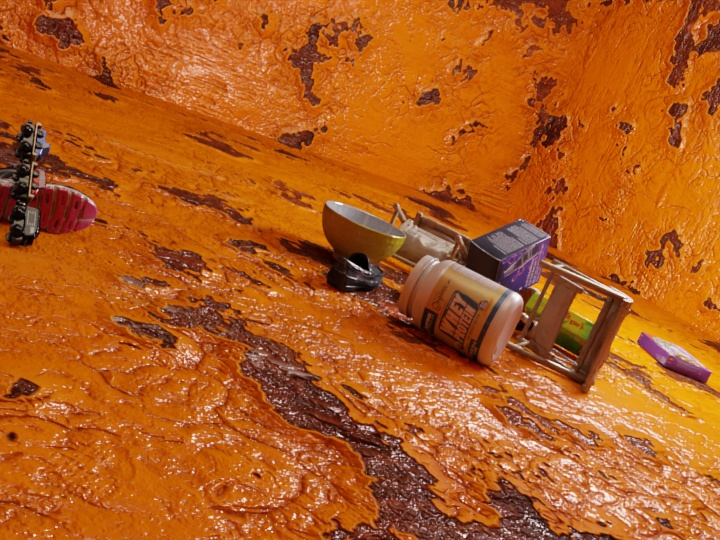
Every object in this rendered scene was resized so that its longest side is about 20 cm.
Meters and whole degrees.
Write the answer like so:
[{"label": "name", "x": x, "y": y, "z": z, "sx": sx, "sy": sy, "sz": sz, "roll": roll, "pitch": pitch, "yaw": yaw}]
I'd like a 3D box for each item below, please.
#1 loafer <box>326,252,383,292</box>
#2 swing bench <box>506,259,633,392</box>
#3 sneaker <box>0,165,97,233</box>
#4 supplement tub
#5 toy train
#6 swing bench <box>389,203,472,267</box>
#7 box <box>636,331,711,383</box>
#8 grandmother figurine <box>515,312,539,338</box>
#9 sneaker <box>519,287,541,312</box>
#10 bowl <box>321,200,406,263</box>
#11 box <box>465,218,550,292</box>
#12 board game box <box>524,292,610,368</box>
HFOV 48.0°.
[{"label": "loafer", "x": 0.000, "y": 0.000, "z": 1.629, "sx": 0.068, "sy": 0.071, "sz": 0.200, "roll": 28, "pitch": 13, "yaw": 21}, {"label": "swing bench", "x": 0.428, "y": 0.108, "z": 1.653, "sx": 0.199, "sy": 0.200, "sz": 0.130, "roll": 29, "pitch": 13, "yaw": 23}, {"label": "sneaker", "x": -0.491, "y": -0.112, "z": 1.196, "sx": 0.199, "sy": 0.074, "sz": 0.087, "roll": 8, "pitch": 25, "yaw": -36}, {"label": "supplement tub", "x": 0.185, "y": 0.070, "z": 1.502, "sx": 0.199, "sy": 0.146, "sz": 0.144, "roll": 27, "pitch": 13, "yaw": 20}, {"label": "toy train", "x": -0.462, "y": -0.124, "z": 1.132, "sx": 0.045, "sy": 0.034, "sz": 0.202, "roll": 12, "pitch": 60, "yaw": -33}, {"label": "swing bench", "x": 0.175, "y": -0.062, "z": 2.053, "sx": 0.198, "sy": 0.131, "sz": 0.200, "roll": 28, "pitch": 8, "yaw": 23}, {"label": "box", "x": 0.883, "y": 0.243, "z": 2.288, "sx": 0.136, "sy": 0.039, "sz": 0.200, "roll": 22, "pitch": 12, "yaw": -8}, {"label": "grandmother figurine", "x": 0.338, "y": 0.112, "z": 1.812, "sx": 0.199, "sy": 0.061, "sz": 0.121, "roll": 21, "pitch": 0, "yaw": -22}, {"label": "sneaker", "x": 0.456, "y": 0.082, "z": 2.103, "sx": 0.087, "sy": 0.076, "sz": 0.200, "roll": 18, "pitch": 14, "yaw": -22}, {"label": "bowl", "x": -0.007, "y": -0.067, "z": 1.809, "sx": 0.199, "sy": 0.108, "sz": 0.200, "roll": 22, "pitch": 12, "yaw": -5}, {"label": "box", "x": 0.363, "y": -0.021, "z": 2.025, "sx": 0.199, "sy": 0.149, "sz": 0.104, "roll": -24, "pitch": 46, "yaw": -33}, {"label": "board game box", "x": 0.475, "y": 0.137, "z": 1.857, "sx": 0.199, "sy": 0.048, "sz": 0.102, "roll": 31, "pitch": -22, "yaw": 29}]
